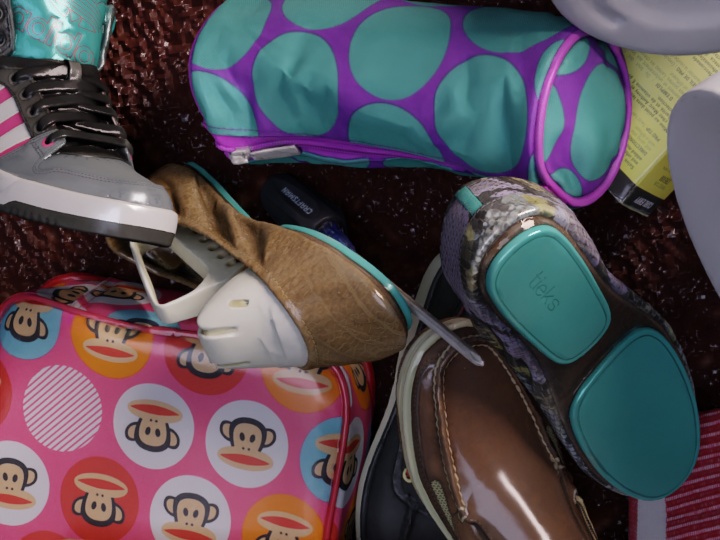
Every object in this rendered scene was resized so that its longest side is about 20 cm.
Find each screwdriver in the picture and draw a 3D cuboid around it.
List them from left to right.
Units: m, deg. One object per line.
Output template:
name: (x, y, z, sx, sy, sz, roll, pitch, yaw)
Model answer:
screwdriver: (0.000, 0.000, 0.767, 0.029, 0.200, 0.028, -10, 119, -22)

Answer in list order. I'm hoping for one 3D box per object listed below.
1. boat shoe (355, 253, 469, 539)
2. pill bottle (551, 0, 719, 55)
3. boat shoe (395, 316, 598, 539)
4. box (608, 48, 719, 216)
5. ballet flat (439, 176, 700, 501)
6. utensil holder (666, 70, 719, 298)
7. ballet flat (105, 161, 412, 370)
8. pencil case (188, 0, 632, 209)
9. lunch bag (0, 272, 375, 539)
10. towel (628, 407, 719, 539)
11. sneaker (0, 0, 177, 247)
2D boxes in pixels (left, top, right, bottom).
boat shoe: (0.047, 0.091, 0.809, 0.073, 0.063, 0.204, 7, 101, -26)
pill bottle: (0.136, -0.205, 0.695, 0.118, 0.120, 0.202, -2, 64, 12)
boat shoe: (0.078, 0.117, 0.750, 0.074, 0.075, 0.204, -30, 113, -19)
box: (0.171, -0.123, 0.760, 0.200, 0.050, 0.075, -49, 66, 14)
ballet flat: (0.091, 0.025, 0.721, 0.071, 0.073, 0.201, -26, 134, 14)
utensil holder: (0.247, -0.050, 0.668, 0.198, 0.170, 0.171, -28, 92, -9)
ballet flat: (-0.059, 0.006, 0.776, 0.072, 0.199, 0.068, -34, 131, -22)
pencil case: (0.020, -0.079, 0.760, 0.198, 0.085, 0.093, 10, 69, 33)
lunch bag: (-0.097, 0.103, 0.842, 0.197, 0.082, 0.178, 11, 101, 10)
towel: (0.198, 0.120, 0.715, 0.199, 0.023, 0.146, -17, 58, 41)
sneaker: (-0.144, -0.088, 0.802, 0.199, 0.083, 0.122, 22, 98, 42)
